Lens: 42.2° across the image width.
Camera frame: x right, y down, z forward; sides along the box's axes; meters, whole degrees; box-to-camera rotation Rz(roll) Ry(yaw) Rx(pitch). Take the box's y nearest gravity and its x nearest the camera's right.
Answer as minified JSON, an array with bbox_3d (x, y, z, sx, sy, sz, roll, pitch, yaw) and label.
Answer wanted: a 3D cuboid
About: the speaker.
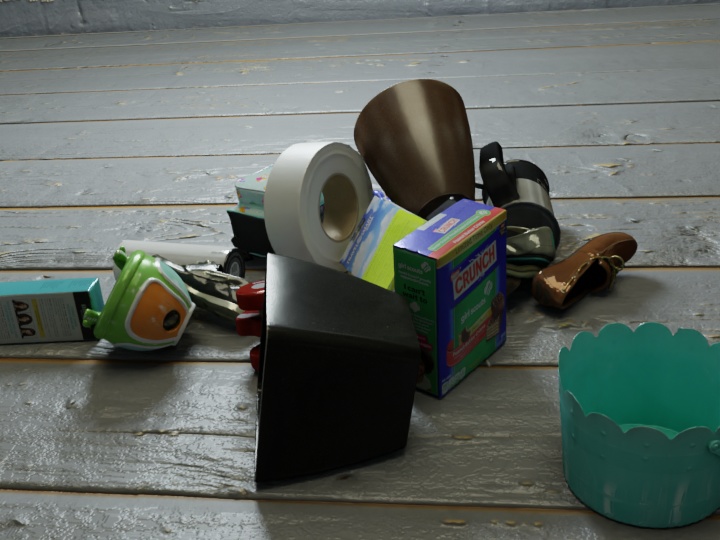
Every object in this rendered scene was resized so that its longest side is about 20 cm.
[{"bbox_3d":[-0.289,-0.003,1.481,0.199,0.082,0.081,4,28,18],"label":"speaker"}]

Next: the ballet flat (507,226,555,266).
[{"bbox_3d":[0.202,-0.032,1.425,0.199,0.064,0.067,-7,-17,30],"label":"ballet flat"}]

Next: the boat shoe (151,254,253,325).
[{"bbox_3d":[-0.233,0.019,1.399,0.199,0.072,0.068,22,67,21],"label":"boat shoe"}]

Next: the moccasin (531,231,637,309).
[{"bbox_3d":[0.342,0.000,1.373,0.201,0.074,0.078,-21,40,-35],"label":"moccasin"}]

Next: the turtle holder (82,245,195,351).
[{"bbox_3d":[-0.313,0.055,1.330,0.131,0.186,0.142,26,59,-11],"label":"turtle holder"}]

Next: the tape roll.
[{"bbox_3d":[-0.059,-0.098,1.436,0.070,0.204,0.202,2,26,35],"label":"tape roll"}]

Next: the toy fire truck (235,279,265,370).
[{"bbox_3d":[-0.068,0.054,1.281,0.199,0.113,0.168,-6,15,22],"label":"toy fire truck"}]

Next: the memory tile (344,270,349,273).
[{"bbox_3d":[0.000,0.000,1.458,0.199,0.017,0.153,-9,23,10],"label":"memory tile"}]

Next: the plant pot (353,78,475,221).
[{"bbox_3d":[0.103,-0.158,1.441,0.186,0.187,0.201,-10,53,-10],"label":"plant pot"}]

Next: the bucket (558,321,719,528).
[{"bbox_3d":[0.305,0.160,0.987,0.206,0.136,0.208,-4,27,2],"label":"bucket"}]

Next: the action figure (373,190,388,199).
[{"bbox_3d":[0.064,-0.111,1.583,0.065,0.052,0.200,-14,18,-15],"label":"action figure"}]

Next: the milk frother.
[{"bbox_3d":[0.209,-0.088,1.536,0.200,0.180,0.188,-43,15,23],"label":"milk frother"}]

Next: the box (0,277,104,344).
[{"bbox_3d":[-0.483,0.060,1.385,0.199,0.083,0.049,-3,26,4],"label":"box"}]

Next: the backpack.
[{"bbox_3d":[-0.108,-0.105,1.580,0.175,0.154,0.200,9,23,37],"label":"backpack"}]

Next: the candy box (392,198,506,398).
[{"bbox_3d":[0.119,0.032,1.202,0.077,0.201,0.169,15,33,35],"label":"candy box"}]

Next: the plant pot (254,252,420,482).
[{"bbox_3d":[-0.031,0.113,1.097,0.176,0.201,0.200,4,25,-8],"label":"plant pot"}]

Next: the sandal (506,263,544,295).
[{"bbox_3d":[0.196,0.021,1.354,0.200,0.058,0.080,2,-5,-33],"label":"sandal"}]

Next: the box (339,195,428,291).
[{"bbox_3d":[0.042,-0.029,1.319,0.047,0.122,0.200,27,5,-23],"label":"box"}]
